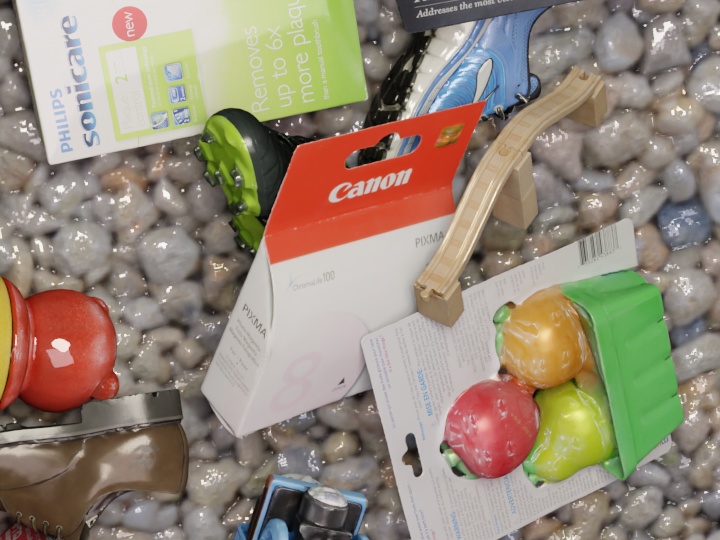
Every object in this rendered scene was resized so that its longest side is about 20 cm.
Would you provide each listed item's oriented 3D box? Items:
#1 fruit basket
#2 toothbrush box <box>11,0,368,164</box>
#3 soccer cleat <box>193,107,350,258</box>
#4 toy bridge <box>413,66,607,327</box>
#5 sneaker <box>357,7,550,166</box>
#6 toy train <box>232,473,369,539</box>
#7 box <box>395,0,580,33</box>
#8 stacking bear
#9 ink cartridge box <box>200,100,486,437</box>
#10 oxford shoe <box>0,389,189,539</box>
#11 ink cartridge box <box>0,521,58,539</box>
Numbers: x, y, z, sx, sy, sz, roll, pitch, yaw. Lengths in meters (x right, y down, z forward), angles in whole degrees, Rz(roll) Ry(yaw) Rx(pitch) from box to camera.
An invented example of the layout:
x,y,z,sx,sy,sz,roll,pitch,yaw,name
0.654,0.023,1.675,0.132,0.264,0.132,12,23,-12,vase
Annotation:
x,y,z,sx,sy,sz,roll,pitch,yaw,name
0.103,0.079,1.542,0.199,0.094,0.186,-22,119,-12,fruit basket
-0.108,-0.161,1.442,0.199,0.086,0.146,-11,109,-7,toothbrush box
-0.048,-0.058,1.448,0.081,0.200,0.068,-35,71,-7,soccer cleat
0.093,-0.054,1.482,0.200,0.027,0.067,-53,153,-26,toy bridge
0.067,-0.110,1.500,0.089,0.079,0.201,27,99,-16,sneaker
-0.055,0.223,1.554,0.086,0.114,0.201,12,104,-19,toy train
0.099,-0.252,1.354,0.199,0.104,0.183,-9,123,18,box
-0.246,0.046,1.463,0.199,0.122,0.114,3,139,-25,stacking bear
0.000,0.000,1.455,0.162,0.057,0.200,-17,147,-41,ink cartridge box
-0.202,0.133,1.467,0.199,0.073,0.085,-12,86,5,oxford shoe
-0.224,0.281,1.518,0.200,0.145,0.145,-41,110,2,ink cartridge box
